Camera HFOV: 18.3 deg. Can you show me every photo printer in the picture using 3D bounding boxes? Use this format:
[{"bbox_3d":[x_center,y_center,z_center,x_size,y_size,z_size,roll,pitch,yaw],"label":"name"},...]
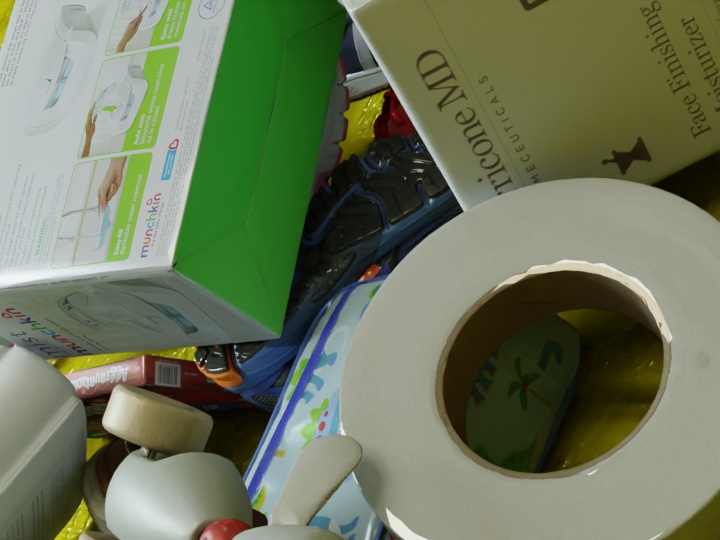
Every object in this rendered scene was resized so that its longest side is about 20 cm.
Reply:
[{"bbox_3d":[-0.235,0.156,1.234,0.200,0.069,0.167,-51,-12,-26],"label":"photo printer"}]

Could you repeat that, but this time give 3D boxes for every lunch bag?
[{"bbox_3d":[0.010,0.096,1.090,0.160,0.082,0.201,-7,52,56],"label":"lunch bag"}]

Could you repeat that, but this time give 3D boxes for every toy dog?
[{"bbox_3d":[-0.049,0.122,0.977,0.132,0.096,0.200,-62,37,17],"label":"toy dog"}]

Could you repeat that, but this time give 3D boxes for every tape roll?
[{"bbox_3d":[0.089,0.051,0.978,0.202,0.037,0.204,-11,54,16],"label":"tape roll"}]

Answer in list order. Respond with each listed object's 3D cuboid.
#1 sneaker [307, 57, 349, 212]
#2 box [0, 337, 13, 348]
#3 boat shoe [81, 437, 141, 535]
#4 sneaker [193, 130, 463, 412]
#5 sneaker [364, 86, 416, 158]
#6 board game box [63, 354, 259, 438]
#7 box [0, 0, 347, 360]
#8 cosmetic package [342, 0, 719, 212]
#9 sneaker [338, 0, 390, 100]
[{"bbox_3d":[-0.058,-0.059,1.265,0.081,0.088,0.201,151,126,-80],"label":"sneaker"},{"bbox_3d":[-0.245,0.075,1.421,0.039,0.041,0.201,11,100,60],"label":"box"},{"bbox_3d":[-0.099,0.142,1.215,0.072,0.076,0.200,-37,30,2],"label":"boat shoe"},{"bbox_3d":[0.000,0.000,1.211,0.200,0.078,0.075,-41,41,-1],"label":"sneaker"},{"bbox_3d":[0.025,-0.116,1.253,0.200,0.115,0.078,-52,29,3],"label":"sneaker"},{"bbox_3d":[-0.141,0.076,1.308,0.199,0.103,0.020,-15,71,49],"label":"board game box"},{"bbox_3d":[-0.119,-0.065,1.202,0.176,0.097,0.201,-8,61,37],"label":"box"},{"bbox_3d":[0.102,-0.146,1.071,0.199,0.165,0.165,-28,34,7],"label":"cosmetic package"},{"bbox_3d":[0.008,-0.170,1.342,0.199,0.108,0.070,-20,43,45],"label":"sneaker"}]
